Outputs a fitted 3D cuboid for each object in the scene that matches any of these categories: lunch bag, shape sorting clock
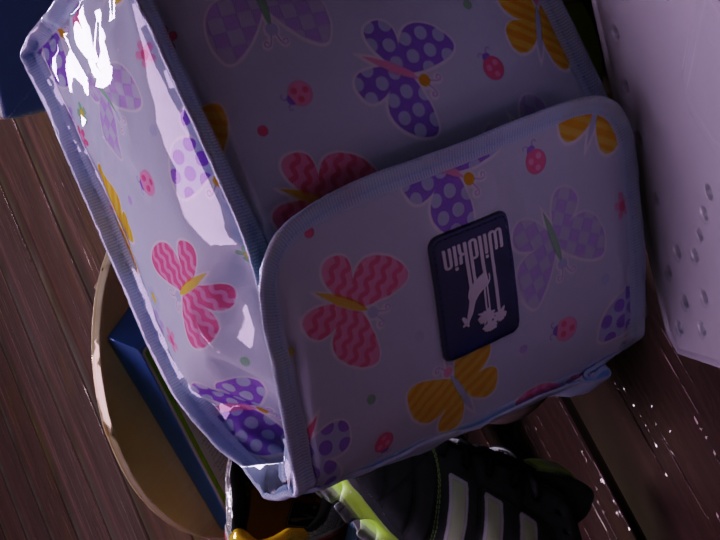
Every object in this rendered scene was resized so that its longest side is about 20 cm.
[{"bbox_3d":[0.002,-0.035,0.961,0.127,0.169,0.200,-36,75,60],"label":"lunch bag"},{"bbox_3d":[-0.079,0.043,1.443,0.039,0.200,0.200,0,111,33],"label":"shape sorting clock"}]

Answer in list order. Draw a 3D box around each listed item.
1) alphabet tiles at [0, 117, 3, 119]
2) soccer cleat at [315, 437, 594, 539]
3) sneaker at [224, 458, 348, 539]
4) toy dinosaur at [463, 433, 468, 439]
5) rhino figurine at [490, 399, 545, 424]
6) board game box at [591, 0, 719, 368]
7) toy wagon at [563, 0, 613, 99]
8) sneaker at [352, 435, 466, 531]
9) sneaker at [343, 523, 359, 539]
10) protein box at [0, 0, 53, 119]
[{"bbox_3d":[-0.181,-0.171,1.336,0.200,0.015,0.196,-41,-50,-61],"label":"alphabet tiles"},{"bbox_3d":[0.043,0.096,1.109,0.200,0.081,0.068,46,176,-21],"label":"soccer cleat"},{"bbox_3d":[-0.026,0.093,1.379,0.200,0.078,0.082,-83,-15,-45],"label":"sneaker"},{"bbox_3d":[0.000,0.000,1.343,0.200,0.047,0.088,36,128,40],"label":"toy dinosaur"},{"bbox_3d":[0.040,0.017,1.132,0.088,0.060,0.200,-62,16,-4],"label":"rhino figurine"},{"bbox_3d":[0.130,-0.059,0.875,0.200,0.026,0.200,-161,56,-72],"label":"board game box"},{"bbox_3d":[0.051,-0.135,1.047,0.155,0.039,0.200,103,147,-61],"label":"toy wagon"},{"bbox_3d":[0.016,0.084,1.242,0.199,0.076,0.114,49,172,29],"label":"sneaker"},{"bbox_3d":[0.060,0.183,1.317,0.095,0.079,0.200,-24,84,54],"label":"sneaker"},{"bbox_3d":[-0.101,-0.200,1.207,0.135,0.198,0.200,-135,32,-62],"label":"protein box"}]
